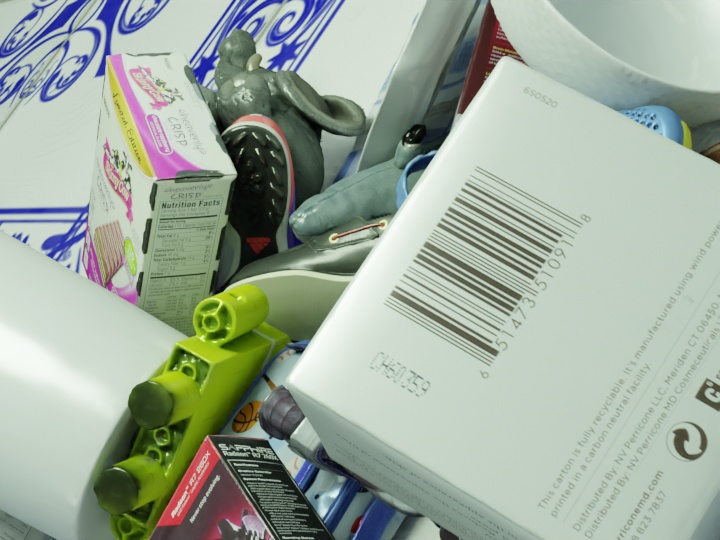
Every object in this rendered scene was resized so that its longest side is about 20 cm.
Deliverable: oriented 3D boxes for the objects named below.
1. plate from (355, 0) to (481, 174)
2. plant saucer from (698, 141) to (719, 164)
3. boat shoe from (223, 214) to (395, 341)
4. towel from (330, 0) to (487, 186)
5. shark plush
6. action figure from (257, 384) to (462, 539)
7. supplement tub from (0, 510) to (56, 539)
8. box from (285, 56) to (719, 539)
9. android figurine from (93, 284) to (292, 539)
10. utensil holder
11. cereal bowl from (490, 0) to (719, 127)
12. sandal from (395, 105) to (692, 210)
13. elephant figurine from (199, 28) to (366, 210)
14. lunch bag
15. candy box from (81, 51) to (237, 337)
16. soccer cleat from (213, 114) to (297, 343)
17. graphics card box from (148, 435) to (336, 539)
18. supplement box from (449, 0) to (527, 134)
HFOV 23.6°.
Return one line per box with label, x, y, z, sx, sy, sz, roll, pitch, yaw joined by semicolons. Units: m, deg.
plate;0.056;-0.166;1.244;0.200;0.032;0.200;110;-175;-66
plant saucer;0.208;-0.012;0.969;0.200;0.034;0.200;-34;30;22
boat shoe;0.001;0.002;1.163;0.201;0.074;0.063;-10;48;24
towel;0.058;-0.147;1.354;0.147;0.024;0.200;-10;45;49
shark plush;0.048;-0.067;1.204;0.200;0.083;0.091;-28;49;8
action figure;0.040;0.117;0.949;0.200;0.069;0.130;36;70;31
supplement tub;-0.264;0.175;1.264;0.132;0.132;0.200;-12;43;46
box;0.104;0.041;0.833;0.200;0.131;0.199;30;78;18
android figurine;-0.104;0.095;1.133;0.182;0.041;0.200;-68;-15;17
utensil holder;-0.226;0.072;1.154;0.200;0.170;0.170;26;64;14
cereal bowl;0.164;-0.165;1.079;0.083;0.200;0.200;124;167;-48
sandal;0.100;-0.049;1.021;0.200;0.087;0.080;-23;49;29
elephant figurine;-0.067;-0.110;1.359;0.141;0.155;0.200;-8;14;25
lunch bag;-0.032;0.131;1.068;0.160;0.076;0.200;7;59;54
candy box;-0.148;-0.036;1.226;0.200;0.061;0.136;106;150;-41
soccer cleat;-0.073;-0.013;1.237;0.068;0.200;0.073;1;17;5
graphics card box;-0.052;0.198;0.930;0.200;0.051;0.125;50;118;41
supplement box;0.126;-0.131;1.144;0.061;0.109;0.200;104;-177;-51
